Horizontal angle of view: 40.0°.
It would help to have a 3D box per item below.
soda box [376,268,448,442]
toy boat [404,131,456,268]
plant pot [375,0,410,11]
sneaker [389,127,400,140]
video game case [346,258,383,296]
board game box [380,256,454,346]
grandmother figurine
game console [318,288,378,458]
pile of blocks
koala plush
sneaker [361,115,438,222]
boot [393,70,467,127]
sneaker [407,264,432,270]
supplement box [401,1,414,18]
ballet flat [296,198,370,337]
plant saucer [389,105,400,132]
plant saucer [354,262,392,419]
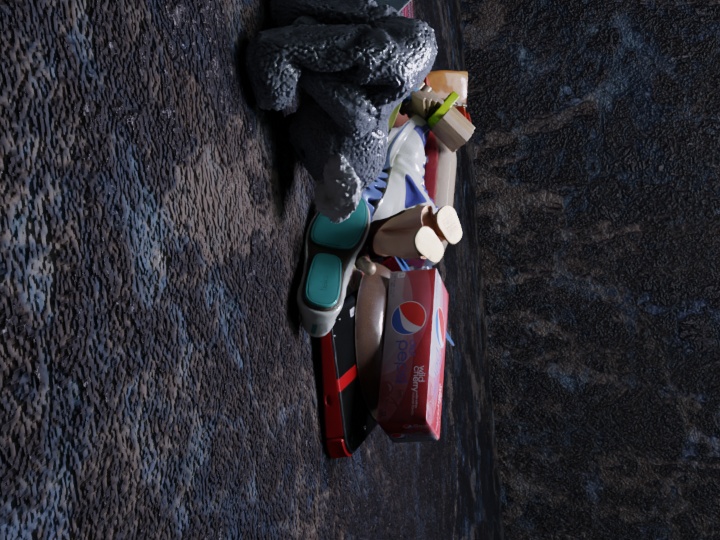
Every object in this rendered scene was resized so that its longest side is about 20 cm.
[{"bbox_3d":[0.066,0.102,1.199,0.070,0.062,0.203,58,32,-55],"label":"soda box"},{"bbox_3d":[0.065,-0.110,1.406,0.131,0.128,0.203,102,-5,-68],"label":"toy boat"},{"bbox_3d":[0.032,-0.445,1.205,0.200,0.196,0.197,43,24,-9],"label":"plant pot"},{"bbox_3d":[0.051,-0.175,1.495,0.073,0.083,0.203,70,22,-57],"label":"sneaker"},{"bbox_3d":[0.000,0.000,1.342,0.184,0.022,0.202,73,18,-45],"label":"video game case"},{"bbox_3d":[0.063,0.030,1.402,0.158,0.039,0.201,51,8,-46],"label":"board game box"},{"bbox_3d":[0.033,-0.041,1.160,0.121,0.199,0.061,-34,108,-33],"label":"grandmother figurine"},{"bbox_3d":[-0.009,0.119,1.213,0.200,0.030,0.180,-32,117,-70],"label":"game console"},{"bbox_3d":[0.083,-0.244,1.352,0.062,0.199,0.082,-49,162,-16],"label":"pile of blocks"},{"bbox_3d":[-0.015,-0.164,1.026,0.178,0.180,0.203,-76,170,-54],"label":"koala plush"},{"bbox_3d":[0.059,-0.101,1.304,0.081,0.115,0.201,-44,-167,50],"label":"sneaker"},{"bbox_3d":[0.090,-0.303,1.477,0.197,0.068,0.192,0,85,-35],"label":"boot"},{"bbox_3d":[0.085,-0.044,1.618,0.130,0.078,0.202,-61,136,-54],"label":"sneaker"},{"bbox_3d":[0.044,-0.447,1.598,0.200,0.060,0.111,-23,110,-76],"label":"supplement box"},{"bbox_3d":[-0.035,-0.006,1.113,0.202,0.068,0.070,-76,158,-46],"label":"ballet flat"},{"bbox_3d":[0.000,-0.196,1.218,0.201,0.031,0.201,-55,161,-29],"label":"plant saucer"},{"bbox_3d":[0.038,0.091,1.266,0.200,0.032,0.204,-4,90,-73],"label":"plant saucer"}]
